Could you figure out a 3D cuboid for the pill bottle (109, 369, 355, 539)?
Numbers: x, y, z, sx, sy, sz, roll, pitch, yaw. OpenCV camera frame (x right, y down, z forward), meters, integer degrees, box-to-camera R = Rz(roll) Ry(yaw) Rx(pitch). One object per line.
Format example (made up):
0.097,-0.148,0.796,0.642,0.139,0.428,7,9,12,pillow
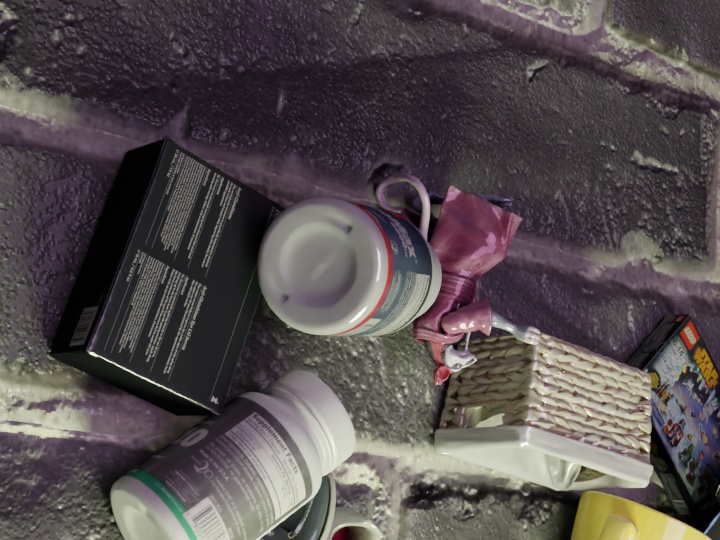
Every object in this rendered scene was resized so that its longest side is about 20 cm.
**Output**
-0.107,0.177,1.231,0.200,0.113,0.113,-34,106,-32,pill bottle

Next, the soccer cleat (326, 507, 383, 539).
-0.047,0.303,1.289,0.070,0.086,0.200,41,63,-28,soccer cleat

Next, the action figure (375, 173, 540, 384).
0.089,0.014,1.398,0.149,0.134,0.200,24,69,-33,action figure

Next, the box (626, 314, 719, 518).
0.382,0.171,1.672,0.137,0.040,0.200,-43,112,-33,box

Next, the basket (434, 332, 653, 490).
0.195,0.147,1.470,0.200,0.136,0.123,22,68,-35,basket

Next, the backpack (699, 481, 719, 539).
0.474,0.301,1.632,0.200,0.147,0.183,-25,143,-55,backpack

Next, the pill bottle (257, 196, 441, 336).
0.000,0.000,1.292,0.200,0.119,0.120,7,79,-68,pill bottle

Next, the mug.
0.267,0.326,1.509,0.187,0.149,0.153,32,75,-31,mug

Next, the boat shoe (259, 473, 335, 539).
-0.089,0.255,1.271,0.062,0.073,0.200,44,66,-31,boat shoe

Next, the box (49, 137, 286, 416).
-0.163,0.009,1.233,0.141,0.079,0.200,30,67,-30,box
